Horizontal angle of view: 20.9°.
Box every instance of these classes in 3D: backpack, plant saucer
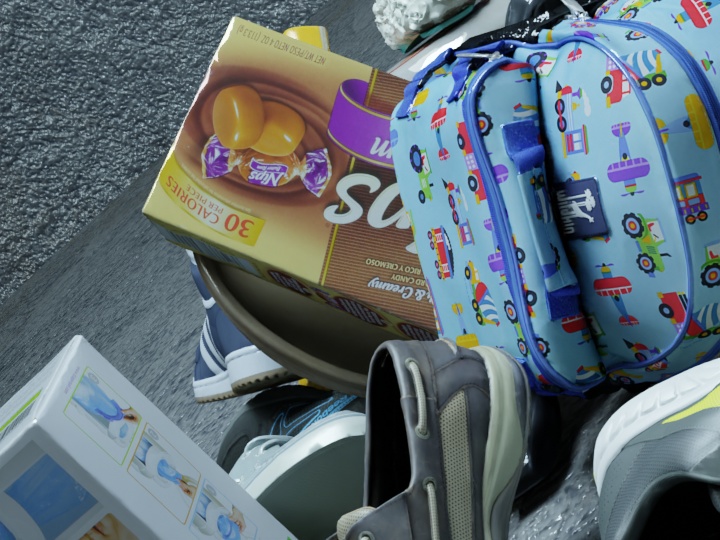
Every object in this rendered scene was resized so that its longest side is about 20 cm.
[{"bbox_3d":[0.117,-0.032,0.841,0.134,0.183,0.200,-15,5,-21],"label":"backpack"},{"bbox_3d":[0.000,0.000,1.073,0.200,0.200,0.029,-60,-5,-50],"label":"plant saucer"}]

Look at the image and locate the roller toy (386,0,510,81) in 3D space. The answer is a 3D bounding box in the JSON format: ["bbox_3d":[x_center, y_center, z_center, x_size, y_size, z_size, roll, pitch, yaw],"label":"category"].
[{"bbox_3d":[0.092,-0.093,1.215,0.182,0.140,0.200,-37,6,-14],"label":"roller toy"}]

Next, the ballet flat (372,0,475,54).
[{"bbox_3d":[0.038,-0.179,1.211,0.072,0.072,0.200,-45,5,-1],"label":"ballet flat"}]

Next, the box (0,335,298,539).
[{"bbox_3d":[-0.108,0.150,0.930,0.112,0.200,0.101,-42,12,17],"label":"box"}]

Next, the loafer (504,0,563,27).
[{"bbox_3d":[0.103,-0.081,1.044,0.068,0.201,0.070,-25,46,-10],"label":"loafer"}]

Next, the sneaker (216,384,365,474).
[{"bbox_3d":[-0.030,0.108,1.110,0.200,0.073,0.082,-32,19,47],"label":"sneaker"}]

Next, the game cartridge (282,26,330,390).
[{"bbox_3d":[-0.031,-0.025,1.244,0.176,0.032,0.200,102,164,-60],"label":"game cartridge"}]

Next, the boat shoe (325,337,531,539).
[{"bbox_3d":[0.020,0.119,0.794,0.075,0.073,0.200,131,151,-54],"label":"boat shoe"}]

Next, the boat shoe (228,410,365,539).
[{"bbox_3d":[-0.051,0.125,1.033,0.201,0.070,0.072,-50,37,36],"label":"boat shoe"}]

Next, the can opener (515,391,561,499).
[{"bbox_3d":[0.037,0.113,0.902,0.079,0.063,0.200,-40,13,34],"label":"can opener"}]

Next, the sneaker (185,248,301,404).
[{"bbox_3d":[-0.072,0.020,1.181,0.070,0.109,0.200,-15,-4,-13],"label":"sneaker"}]

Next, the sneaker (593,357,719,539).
[{"bbox_3d":[0.162,0.056,0.709,0.200,0.074,0.085,-47,15,34],"label":"sneaker"}]

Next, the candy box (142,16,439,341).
[{"bbox_3d":[0.005,-0.038,0.987,0.117,0.200,0.056,-65,-16,-9],"label":"candy box"}]
